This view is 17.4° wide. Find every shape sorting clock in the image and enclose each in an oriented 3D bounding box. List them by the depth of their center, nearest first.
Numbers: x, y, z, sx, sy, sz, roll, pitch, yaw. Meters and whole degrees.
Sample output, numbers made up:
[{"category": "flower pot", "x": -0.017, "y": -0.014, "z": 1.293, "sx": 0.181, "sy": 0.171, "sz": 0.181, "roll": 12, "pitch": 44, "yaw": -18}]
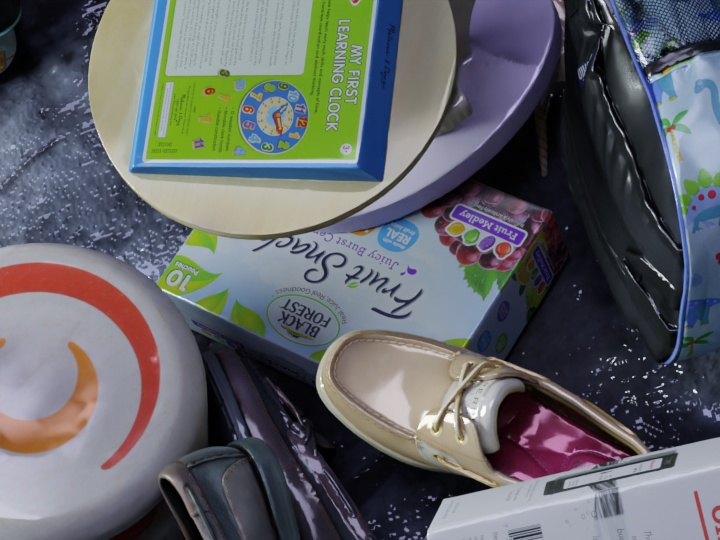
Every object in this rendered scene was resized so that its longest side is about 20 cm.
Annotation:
[{"category": "shape sorting clock", "x": -0.046, "y": -0.109, "z": 1.249, "sx": 0.198, "sy": 0.039, "sz": 0.201, "roll": -5, "pitch": 66, "yaw": 12}]

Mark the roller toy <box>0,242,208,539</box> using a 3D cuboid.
[{"category": "roller toy", "x": -0.175, "y": 0.093, "z": 1.311, "sx": 0.181, "sy": 0.140, "sz": 0.201, "roll": 5, "pitch": 62, "yaw": 0}]

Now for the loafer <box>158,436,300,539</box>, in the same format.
[{"category": "loafer", "x": -0.058, "y": 0.189, "z": 1.227, "sx": 0.063, "sy": 0.072, "sz": 0.201, "roll": -8, "pitch": 75, "yaw": -31}]

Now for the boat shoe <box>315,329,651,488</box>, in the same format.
[{"category": "boat shoe", "x": 0.071, "y": 0.077, "z": 1.244, "sx": 0.199, "sy": 0.069, "sz": 0.074, "roll": 21, "pitch": 73, "yaw": 6}]

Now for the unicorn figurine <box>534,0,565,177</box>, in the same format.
[{"category": "unicorn figurine", "x": 0.103, "y": -0.177, "z": 1.429, "sx": 0.137, "sy": 0.074, "sz": 0.200, "roll": 26, "pitch": 72, "yaw": 33}]

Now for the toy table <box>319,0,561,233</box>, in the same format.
[{"category": "toy table", "x": 0.015, "y": -0.120, "z": 1.325, "sx": 0.200, "sy": 0.117, "sz": 0.184, "roll": -47, "pitch": 60, "yaw": -7}]

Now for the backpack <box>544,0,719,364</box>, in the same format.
[{"category": "backpack", "x": 0.191, "y": -0.066, "z": 1.259, "sx": 0.146, "sy": 0.183, "sz": 0.201, "roll": -12, "pitch": 58, "yaw": -4}]

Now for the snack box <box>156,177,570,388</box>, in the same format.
[{"category": "snack box", "x": 0.000, "y": 0.000, "z": 1.370, "sx": 0.199, "sy": 0.053, "sz": 0.143, "roll": 23, "pitch": 71, "yaw": 31}]

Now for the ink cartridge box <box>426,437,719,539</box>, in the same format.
[{"category": "ink cartridge box", "x": 0.145, "y": 0.154, "z": 1.175, "sx": 0.199, "sy": 0.068, "sz": 0.117, "roll": -13, "pitch": 96, "yaw": 12}]

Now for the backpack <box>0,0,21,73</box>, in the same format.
[{"category": "backpack", "x": -0.333, "y": -0.186, "z": 1.552, "sx": 0.199, "sy": 0.154, "sz": 0.176, "roll": -21, "pitch": 51, "yaw": -5}]

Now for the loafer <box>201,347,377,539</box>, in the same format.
[{"category": "loafer", "x": -0.031, "y": 0.124, "z": 1.304, "sx": 0.063, "sy": 0.072, "sz": 0.201, "roll": -17, "pitch": 58, "yaw": -15}]
